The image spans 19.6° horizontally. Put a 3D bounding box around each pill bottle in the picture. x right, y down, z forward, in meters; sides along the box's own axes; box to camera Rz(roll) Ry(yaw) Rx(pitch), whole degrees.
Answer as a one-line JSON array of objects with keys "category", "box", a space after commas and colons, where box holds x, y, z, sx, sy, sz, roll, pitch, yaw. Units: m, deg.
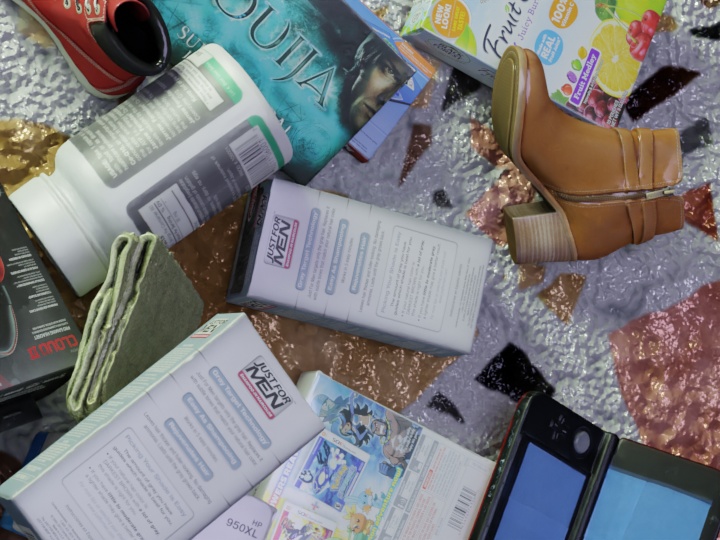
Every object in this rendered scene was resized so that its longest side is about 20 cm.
[{"category": "pill bottle", "box": [-0.162, -0.075, 1.598, 0.200, 0.113, 0.113, -35, 99, -8]}]

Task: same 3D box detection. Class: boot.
[{"category": "boot", "box": [0.193, -0.105, 1.744, 0.154, 0.074, 0.200, -11, 118, -7]}, {"category": "boot", "box": [-0.221, -0.225, 1.580, 0.072, 0.144, 0.200, -42, 100, -17]}]

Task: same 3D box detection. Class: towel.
[{"category": "towel", "box": [-0.169, 0.057, 1.564, 0.036, 0.200, 0.149, 16, 78, 13]}]

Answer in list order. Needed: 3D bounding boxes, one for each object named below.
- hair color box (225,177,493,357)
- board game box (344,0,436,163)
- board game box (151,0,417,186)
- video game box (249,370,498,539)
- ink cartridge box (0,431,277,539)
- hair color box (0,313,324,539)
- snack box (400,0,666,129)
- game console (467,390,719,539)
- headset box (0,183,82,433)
[{"category": "hair color box", "box": [0.000, 0.000, 1.696, 0.200, 0.061, 0.099, 15, 80, -21]}, {"category": "board game box", "box": [-0.041, -0.192, 1.716, 0.200, 0.019, 0.103, 41, 75, -14]}, {"category": "board game box", "box": [-0.071, -0.182, 1.672, 0.200, 0.028, 0.135, 43, 95, -14]}, {"category": "video game box", "box": [-0.006, 0.209, 1.686, 0.182, 0.047, 0.200, 30, 75, -20]}, {"category": "ink cartridge box", "box": [-0.168, 0.182, 1.540, 0.144, 0.200, 0.084, 26, 77, -18]}, {"category": "hair color box", "box": [-0.135, 0.128, 1.409, 0.200, 0.061, 0.099, -39, 101, -17]}, {"category": "snack box", "box": [0.151, -0.218, 1.776, 0.200, 0.053, 0.142, 27, 76, -19]}, {"category": "game console", "box": [0.190, 0.224, 1.717, 0.172, 0.119, 0.200, 33, 73, -42]}, {"category": "headset box", "box": [-0.295, 0.028, 1.510, 0.149, 0.075, 0.200, -17, 76, -56]}]
